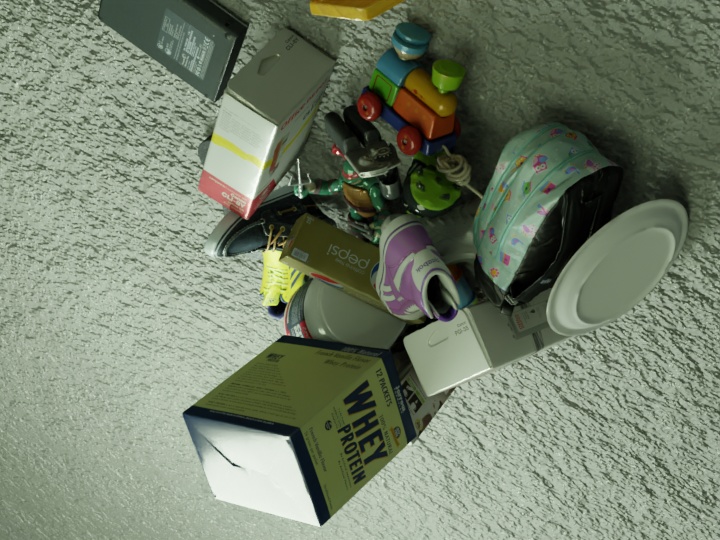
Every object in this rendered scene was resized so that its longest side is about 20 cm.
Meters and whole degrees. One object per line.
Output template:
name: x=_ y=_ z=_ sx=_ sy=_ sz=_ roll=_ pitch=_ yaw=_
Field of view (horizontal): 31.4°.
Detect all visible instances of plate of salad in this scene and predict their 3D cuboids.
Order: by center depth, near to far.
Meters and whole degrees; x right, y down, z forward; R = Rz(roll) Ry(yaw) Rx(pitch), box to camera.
plate of salad: x=0.285 y=-0.007 z=1.447 sx=0.048 sy=0.200 sz=0.200 roll=50 pitch=154 yaw=35

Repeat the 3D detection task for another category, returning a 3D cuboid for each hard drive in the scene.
hard drive: x=-0.249 y=-0.324 z=1.676 sx=0.200 sy=0.033 sz=0.140 roll=36 pitch=144 yaw=3

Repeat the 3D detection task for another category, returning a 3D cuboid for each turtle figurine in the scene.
turtle figurine: x=-0.001 y=-0.086 z=1.668 sx=0.150 sy=0.101 sz=0.200 roll=36 pitch=166 yaw=34

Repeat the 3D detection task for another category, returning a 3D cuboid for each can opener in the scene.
can opener: x=0.004 y=-0.139 z=1.547 sx=0.200 sy=0.053 sz=0.067 roll=-123 pitch=16 yaw=-63

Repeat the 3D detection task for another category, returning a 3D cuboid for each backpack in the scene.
backpack: x=0.209 y=-0.066 z=1.460 sx=0.127 sy=0.167 sz=0.200 roll=42 pitch=141 yaw=24

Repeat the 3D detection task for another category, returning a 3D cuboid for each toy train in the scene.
toy train: x=0.092 y=-0.186 z=1.462 sx=0.200 sy=0.084 sz=0.116 roll=44 pitch=135 yaw=27

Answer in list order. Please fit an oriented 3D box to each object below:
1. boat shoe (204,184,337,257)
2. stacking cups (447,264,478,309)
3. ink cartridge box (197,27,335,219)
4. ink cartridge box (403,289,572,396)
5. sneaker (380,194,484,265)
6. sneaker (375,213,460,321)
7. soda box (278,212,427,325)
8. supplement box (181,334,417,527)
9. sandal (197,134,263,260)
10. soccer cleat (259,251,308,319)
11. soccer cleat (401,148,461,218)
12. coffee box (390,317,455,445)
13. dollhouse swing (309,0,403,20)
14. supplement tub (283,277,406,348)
boat shoe: x=-0.115 y=-0.051 z=1.713 sx=0.091 sy=0.200 sz=0.071 roll=39 pitch=131 yaw=16
stacking cups: x=0.120 y=0.030 z=1.726 sx=0.060 sy=0.061 sz=0.200 roll=-10 pitch=121 yaw=46
ink cartridge box: x=-0.120 y=-0.183 z=1.622 sx=0.083 sy=0.145 sz=0.200 roll=33 pitch=144 yaw=5
ink cartridge box: x=0.175 y=0.077 z=1.597 sx=0.146 sy=0.199 sz=0.083 roll=-32 pitch=78 yaw=53
sneaker: x=0.127 y=-0.057 z=1.594 sx=0.199 sy=0.078 sz=0.100 roll=8 pitch=126 yaw=-5
sneaker: x=0.072 y=0.032 z=1.515 sx=0.114 sy=0.072 sz=0.201 roll=56 pitch=171 yaw=27
soda box: x=0.000 y=0.000 z=1.646 sx=0.199 sy=0.064 sz=0.068 roll=26 pitch=170 yaw=-10
supplement box: x=-0.075 y=0.196 z=1.630 sx=0.199 sy=0.200 sz=0.135 roll=5 pitch=121 yaw=42
sandal: x=-0.168 y=-0.107 z=1.845 sx=0.076 sy=0.043 sz=0.201 roll=-2 pitch=119 yaw=33
soccer cleat: x=-0.116 y=0.010 z=1.849 sx=0.065 sy=0.084 sz=0.200 roll=27 pitch=159 yaw=15
soccer cleat: x=0.079 y=-0.091 z=1.517 sx=0.067 sy=0.200 sz=0.081 roll=23 pitch=113 yaw=-3
coffee box: x=0.068 y=0.149 z=1.778 sx=0.113 sy=0.200 sz=0.080 roll=-11 pitch=119 yaw=48
dollhouse swing: x=0.043 y=-0.352 z=1.292 sx=0.176 sy=0.181 sz=0.200 roll=35 pitch=149 yaw=40
supplement tub: x=-0.021 y=0.062 z=1.773 sx=0.140 sy=0.140 sz=0.200 roll=41 pitch=161 yaw=-5
